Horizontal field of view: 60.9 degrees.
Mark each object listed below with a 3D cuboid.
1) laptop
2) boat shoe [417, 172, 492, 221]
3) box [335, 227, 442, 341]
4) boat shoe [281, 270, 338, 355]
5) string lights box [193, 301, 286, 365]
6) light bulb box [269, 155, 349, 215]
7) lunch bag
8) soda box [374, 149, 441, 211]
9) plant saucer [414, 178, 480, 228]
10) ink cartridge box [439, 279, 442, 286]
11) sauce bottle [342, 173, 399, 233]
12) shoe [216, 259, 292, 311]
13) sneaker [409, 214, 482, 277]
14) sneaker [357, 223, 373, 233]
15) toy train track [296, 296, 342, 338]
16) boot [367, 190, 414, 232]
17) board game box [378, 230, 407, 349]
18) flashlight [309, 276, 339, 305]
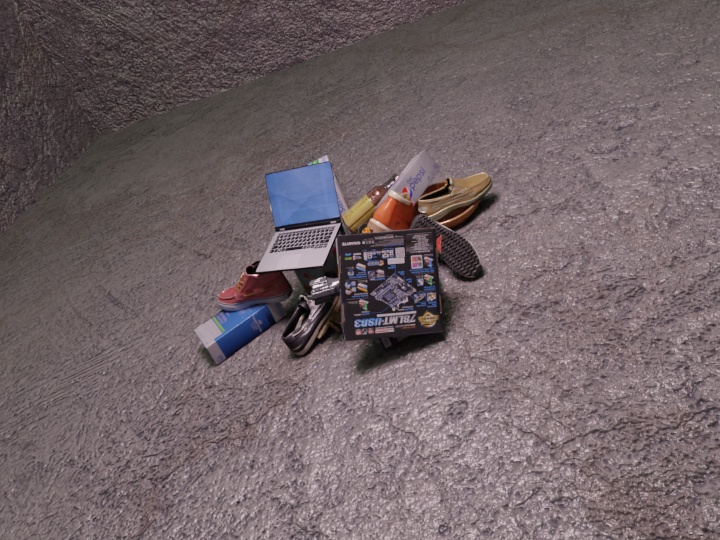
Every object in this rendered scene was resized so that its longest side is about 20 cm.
[{"bbox_3d":[-0.146,-0.111,1.323,0.183,0.117,0.203,-6,45,31],"label":"laptop"},{"bbox_3d":[0.225,-0.189,1.457,0.197,0.077,0.072,-31,33,-10],"label":"boat shoe"},{"bbox_3d":[0.055,0.026,1.183,0.194,0.204,0.050,-5,2,-4],"label":"box"},{"bbox_3d":[-0.107,0.080,1.327,0.072,0.062,0.203,1,59,51],"label":"boat shoe"},{"bbox_3d":[-0.283,0.121,1.444,0.198,0.060,0.102,-35,34,-16],"label":"string lights box"},{"bbox_3d":[-0.148,-0.203,1.750,0.196,0.126,0.200,-24,32,3],"label":"light bulb box"},{"bbox_3d":[-0.082,-0.065,1.467,0.120,0.172,0.202,-1,42,34],"label":"lunch bag"},{"bbox_3d":[0.119,-0.206,1.529,0.201,0.068,0.063,-55,13,-28],"label":"soda box"},{"bbox_3d":[0.207,-0.159,1.532,0.196,0.038,0.202,-17,34,12],"label":"plant saucer"},{"bbox_3d":[0.075,0.045,1.328,0.200,0.048,0.147,-43,28,16],"label":"ink cartridge box"},{"bbox_3d":[0.031,-0.170,1.596,0.199,0.066,0.066,-39,32,6],"label":"sauce bottle"},{"bbox_3d":[-0.258,0.031,1.415,0.195,0.092,0.072,-9,35,21],"label":"shoe"},{"bbox_3d":[0.201,-0.053,1.353,0.199,0.093,0.071,39,104,31],"label":"sneaker"},{"bbox_3d":[0.040,-0.080,1.495,0.077,0.078,0.200,-32,31,-8],"label":"sneaker"},{"bbox_3d":[-0.080,0.096,1.369,0.198,0.032,0.116,15,70,54],"label":"toy train track"},{"bbox_3d":[0.102,-0.119,1.405,0.074,0.199,0.109,31,99,31],"label":"boot"},{"bbox_3d":[0.053,0.039,1.220,0.118,0.204,0.032,-26,1,-1],"label":"board game box"},{"bbox_3d":[-0.007,0.018,1.267,0.195,0.068,0.069,-16,55,0],"label":"flashlight"}]
